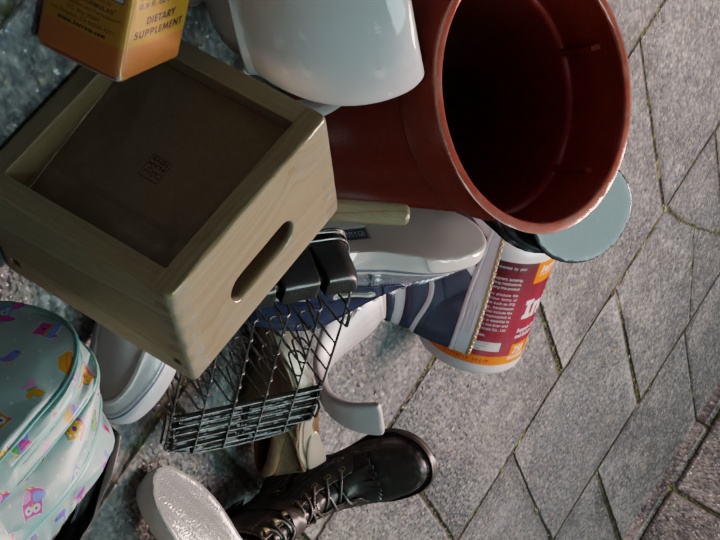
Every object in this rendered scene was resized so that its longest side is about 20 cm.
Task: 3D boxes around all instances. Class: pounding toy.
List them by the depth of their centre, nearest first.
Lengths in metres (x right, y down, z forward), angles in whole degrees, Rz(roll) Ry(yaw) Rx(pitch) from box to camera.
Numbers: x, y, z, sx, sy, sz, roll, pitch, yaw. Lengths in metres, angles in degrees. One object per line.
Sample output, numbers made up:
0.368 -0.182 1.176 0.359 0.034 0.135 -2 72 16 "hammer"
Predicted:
-0.099 -0.046 1.205 0.200 0.184 0.142 -51 157 -24 "pounding toy"

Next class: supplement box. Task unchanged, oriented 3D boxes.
-0.129 -0.215 1.089 0.067 0.069 0.201 -34 144 -53 "supplement box"

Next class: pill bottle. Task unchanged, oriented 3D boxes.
0.135 -0.081 1.512 0.111 0.200 0.112 -7 113 -17 "pill bottle"
0.132 -0.007 1.867 0.113 0.113 0.201 -32 145 -50 "pill bottle"

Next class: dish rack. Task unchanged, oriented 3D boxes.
-0.086 0.063 1.479 0.153 0.055 0.200 -9 139 -25 "dish rack"

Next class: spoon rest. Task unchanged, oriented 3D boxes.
-0.009 0.051 1.624 0.100 0.060 0.200 82 6 -47 "spoon rest"

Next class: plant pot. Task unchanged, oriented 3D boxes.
0.061 -0.126 1.385 0.200 0.195 0.202 0 90 -41 "plant pot"

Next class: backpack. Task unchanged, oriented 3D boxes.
-0.235 0.118 1.158 0.200 0.166 0.127 -52 153 -37 "backpack"

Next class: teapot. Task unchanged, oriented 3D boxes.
-0.043 -0.190 1.213 0.197 0.145 0.201 -80 159 -80 "teapot"

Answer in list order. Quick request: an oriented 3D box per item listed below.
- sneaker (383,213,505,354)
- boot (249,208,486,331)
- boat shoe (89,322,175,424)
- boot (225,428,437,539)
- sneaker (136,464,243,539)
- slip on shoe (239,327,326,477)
0.079 -0.033 1.741 0.070 0.108 0.201 87 19 -82 "sneaker"
0.000 0.000 1.551 0.199 0.073 0.091 -1 135 -17 "boot"
-0.157 0.011 1.320 0.065 0.073 0.201 9 99 -62 "boat shoe"
-0.045 0.215 1.688 0.174 0.199 0.069 -35 107 -56 "boot"
-0.155 0.250 1.599 0.200 0.115 0.074 54 35 -29 "sneaker"
-0.074 0.111 1.630 0.060 0.076 0.200 -20 145 -10 "slip on shoe"
